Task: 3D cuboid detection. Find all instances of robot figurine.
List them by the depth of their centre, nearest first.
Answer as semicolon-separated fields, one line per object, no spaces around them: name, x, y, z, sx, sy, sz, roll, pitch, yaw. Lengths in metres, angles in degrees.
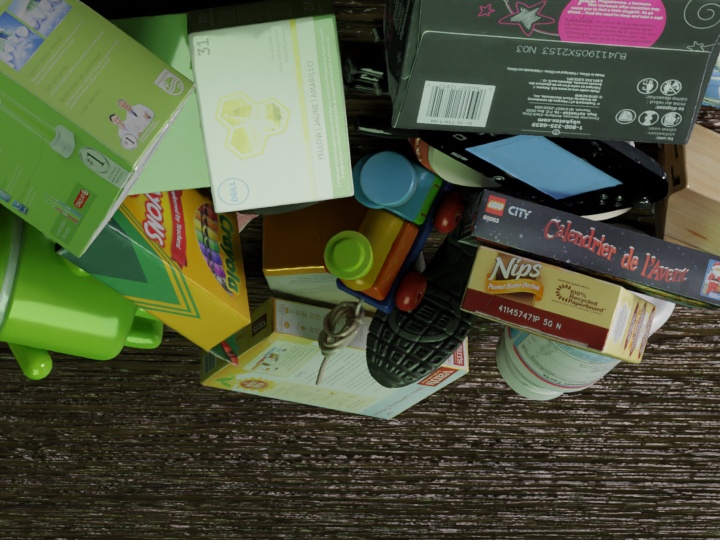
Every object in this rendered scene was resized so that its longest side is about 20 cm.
robot figurine;-0.251;0.006;1.536;0.200;0.116;0.176;13;142;-18

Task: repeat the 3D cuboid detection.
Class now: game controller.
game controller;0.133;-0.082;1.358;0.104;0.042;0.200;-22;148;37

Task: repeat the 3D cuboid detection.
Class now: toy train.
toy train;0.000;0.000;1.478;0.085;0.200;0.116;27;-179;16

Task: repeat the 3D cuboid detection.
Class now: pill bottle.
pill bottle;0.196;0.044;1.702;0.109;0.109;0.200;7;154;-17

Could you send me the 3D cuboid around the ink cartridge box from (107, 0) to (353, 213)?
ink cartridge box;-0.111;-0.112;1.328;0.200;0.048;0.146;-8;121;-3

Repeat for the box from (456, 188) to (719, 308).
box;0.179;-0.015;1.460;0.200;0.038;0.137;16;179;-1

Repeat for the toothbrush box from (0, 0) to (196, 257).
toothbrush box;-0.230;-0.121;1.260;0.200;0.086;0.146;34;147;-5

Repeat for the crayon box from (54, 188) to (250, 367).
crayon box;-0.153;-0.023;1.478;0.051;0.127;0.200;-34;133;22

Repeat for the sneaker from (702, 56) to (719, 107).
sneaker;0.285;-0.147;1.354;0.200;0.076;0.077;27;151;-29

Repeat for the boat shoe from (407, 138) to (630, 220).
boat shoe;0.131;-0.088;1.477;0.200;0.071;0.063;9;-164;-25

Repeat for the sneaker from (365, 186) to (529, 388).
sneaker;0.078;0.017;1.570;0.076;0.200;0.091;37;175;13

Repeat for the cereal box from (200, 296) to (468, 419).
cereal box;-0.023;0.081;1.675;0.200;0.040;0.144;12;152;-28

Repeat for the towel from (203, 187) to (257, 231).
towel;-0.190;-0.051;1.575;0.200;0.030;0.146;10;152;-22

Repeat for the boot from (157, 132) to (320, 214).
boot;-0.109;-0.087;1.456;0.200;0.069;0.174;-3;156;3

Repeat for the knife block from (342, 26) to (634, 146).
knife block;0.090;-0.122;1.395;0.175;0.064;0.200;-14;152;26

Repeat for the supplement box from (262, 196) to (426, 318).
supplement box;-0.008;0.005;1.649;0.126;0.074;0.200;-4;155;6

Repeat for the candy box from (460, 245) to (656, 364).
candy box;0.159;0.029;1.477;0.115;0.055;0.200;18;179;17

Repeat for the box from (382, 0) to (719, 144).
box;0.122;-0.168;1.213;0.200;0.115;0.132;3;138;-7

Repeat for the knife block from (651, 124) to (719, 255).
knife block;0.329;-0.054;1.535;0.175;0.064;0.200;-4;154;5
